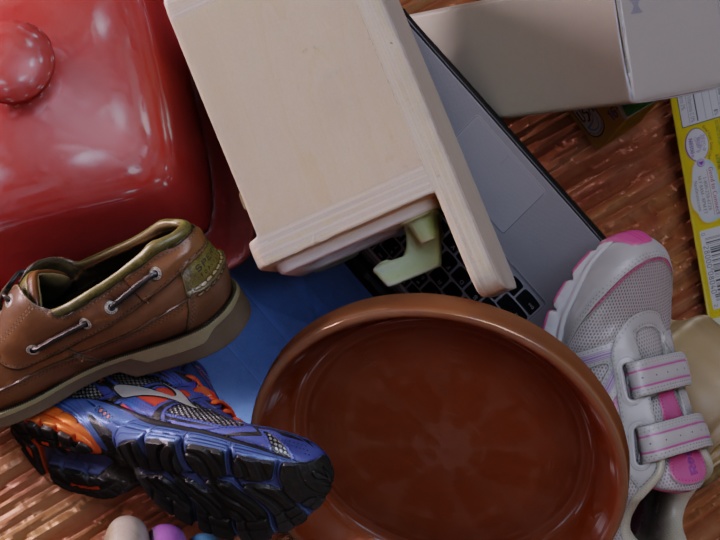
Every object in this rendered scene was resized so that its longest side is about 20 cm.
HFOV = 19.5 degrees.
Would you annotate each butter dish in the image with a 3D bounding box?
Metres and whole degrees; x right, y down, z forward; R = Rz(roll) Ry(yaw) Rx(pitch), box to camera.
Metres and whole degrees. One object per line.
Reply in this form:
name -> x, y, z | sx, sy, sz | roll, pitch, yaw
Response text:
butter dish -> -0.170, -0.086, 1.109 | 0.199, 0.148, 0.201 | -13, 75, 0

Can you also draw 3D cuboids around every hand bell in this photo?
hand bell -> 0.158, 0.020, 1.209 | 0.104, 0.104, 0.200 | -34, 70, -21

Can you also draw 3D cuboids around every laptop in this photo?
laptop -> 0.000, 0.000, 1.155 | 0.187, 0.200, 0.116 | 49, 34, 6

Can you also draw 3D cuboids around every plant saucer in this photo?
plant saucer -> 0.042, 0.094, 1.096 | 0.199, 0.201, 0.032 | 25, 37, -4

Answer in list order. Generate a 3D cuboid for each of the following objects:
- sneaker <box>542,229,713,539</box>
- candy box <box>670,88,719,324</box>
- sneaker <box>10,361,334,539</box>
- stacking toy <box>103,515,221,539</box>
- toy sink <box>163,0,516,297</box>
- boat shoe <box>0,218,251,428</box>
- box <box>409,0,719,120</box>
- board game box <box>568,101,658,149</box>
sneaker -> 0.151, 0.078, 1.124 | 0.081, 0.088, 0.201 | -16, 115, -38
candy box -> 0.243, -0.059, 1.248 | 0.102, 0.026, 0.201 | -14, 71, 22
sneaker -> -0.093, 0.078, 1.079 | 0.199, 0.076, 0.079 | 12, 54, 35
stacking toy -> -0.038, 0.181, 1.095 | 0.199, 0.085, 0.086 | 8, 69, -10
toy sink -> -0.010, -0.061, 1.088 | 0.112, 0.130, 0.201 | -23, 87, 7
boat shoe -> -0.157, 0.025, 1.086 | 0.199, 0.072, 0.068 | -21, 118, 15
box -> 0.104, -0.122, 1.163 | 0.082, 0.200, 0.069 | -13, 97, -35
board game box -> 0.120, -0.188, 1.224 | 0.040, 0.153, 0.200 | -32, 80, -26
